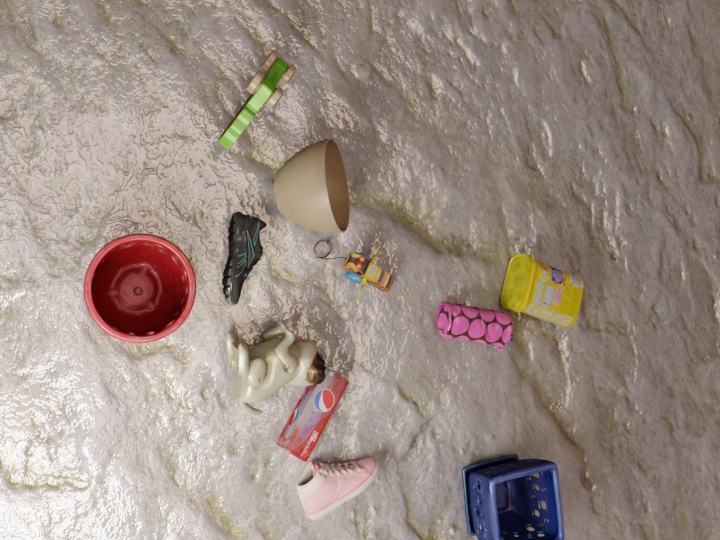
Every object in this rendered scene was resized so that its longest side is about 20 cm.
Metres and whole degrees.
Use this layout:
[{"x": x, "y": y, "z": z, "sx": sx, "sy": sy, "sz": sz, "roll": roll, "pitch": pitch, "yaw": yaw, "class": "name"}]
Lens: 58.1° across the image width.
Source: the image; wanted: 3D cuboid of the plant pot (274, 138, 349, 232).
[{"x": -0.111, "y": -0.176, "z": 1.415, "sx": 0.133, "sy": 0.200, "sz": 0.203, "roll": -7, "pitch": 92, "yaw": 13, "class": "plant pot"}]

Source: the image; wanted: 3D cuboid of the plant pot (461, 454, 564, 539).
[{"x": 0.358, "y": 0.563, "z": 1.581, "sx": 0.197, "sy": 0.179, "sz": 0.203, "roll": -6, "pitch": 91, "yaw": -22, "class": "plant pot"}]

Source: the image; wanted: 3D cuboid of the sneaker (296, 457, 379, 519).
[{"x": -0.055, "y": 0.462, "z": 1.463, "sx": 0.199, "sy": 0.075, "sz": 0.106, "roll": -30, "pitch": 105, "yaw": -17, "class": "sneaker"}]

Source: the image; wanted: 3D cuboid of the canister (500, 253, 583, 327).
[{"x": 0.480, "y": 0.057, "z": 1.699, "sx": 0.198, "sy": 0.086, "sz": 0.150, "roll": 19, "pitch": 82, "yaw": -23, "class": "canister"}]

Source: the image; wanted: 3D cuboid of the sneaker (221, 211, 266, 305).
[{"x": -0.249, "y": -0.023, "z": 1.395, "sx": 0.078, "sy": 0.075, "sz": 0.203, "roll": 9, "pitch": 85, "yaw": -25, "class": "sneaker"}]

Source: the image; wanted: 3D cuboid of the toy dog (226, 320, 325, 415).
[{"x": -0.171, "y": 0.208, "z": 1.390, "sx": 0.198, "sy": 0.139, "sz": 0.197, "roll": -6, "pitch": 91, "yaw": -25, "class": "toy dog"}]

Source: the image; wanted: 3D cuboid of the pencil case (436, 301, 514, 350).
[{"x": 0.282, "y": 0.139, "z": 1.614, "sx": 0.198, "sy": 0.091, "sz": 0.095, "roll": 12, "pitch": 97, "yaw": -20, "class": "pencil case"}]

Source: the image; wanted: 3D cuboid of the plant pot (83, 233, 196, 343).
[{"x": -0.430, "y": 0.034, "z": 1.257, "sx": 0.198, "sy": 0.182, "sz": 0.203, "roll": 0, "pitch": 89, "yaw": -22, "class": "plant pot"}]

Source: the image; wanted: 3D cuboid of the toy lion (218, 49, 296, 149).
[{"x": -0.229, "y": -0.350, "z": 1.374, "sx": 0.068, "sy": 0.191, "sz": 0.201, "roll": 36, "pitch": 35, "yaw": -18, "class": "toy lion"}]

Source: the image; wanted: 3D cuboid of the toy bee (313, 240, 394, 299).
[{"x": 0.000, "y": 0.000, "z": 1.484, "sx": 0.197, "sy": 0.108, "sz": 0.133, "roll": 5, "pitch": 88, "yaw": -23, "class": "toy bee"}]

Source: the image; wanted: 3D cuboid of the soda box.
[{"x": -0.107, "y": 0.318, "z": 1.452, "sx": 0.070, "sy": 0.063, "sz": 0.201, "roll": 34, "pitch": 77, "yaw": -18, "class": "soda box"}]
